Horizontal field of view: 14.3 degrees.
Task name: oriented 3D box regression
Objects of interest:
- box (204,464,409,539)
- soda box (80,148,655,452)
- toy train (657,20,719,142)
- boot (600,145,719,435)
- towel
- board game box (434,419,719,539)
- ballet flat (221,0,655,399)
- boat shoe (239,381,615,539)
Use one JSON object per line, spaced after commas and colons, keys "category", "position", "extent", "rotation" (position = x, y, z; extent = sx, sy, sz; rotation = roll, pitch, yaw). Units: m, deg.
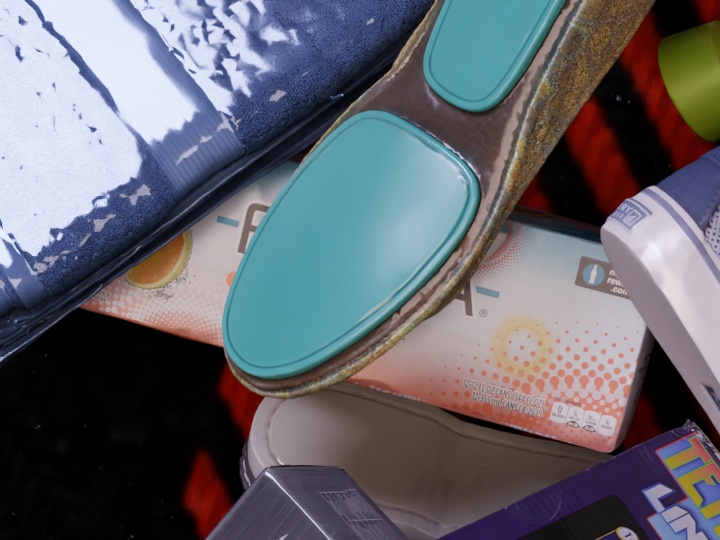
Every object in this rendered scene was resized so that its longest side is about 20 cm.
{"category": "box", "position": [0.001, 0.177, 0.774], "extent": [0.200, 0.048, 0.159], "rotation": [46, 107, 21]}
{"category": "soda box", "position": [0.000, 0.000, 0.952], "extent": [0.199, 0.064, 0.069], "rotation": [15, 97, 8]}
{"category": "toy train", "position": [0.148, -0.077, 0.919], "extent": [0.116, 0.085, 0.200], "rotation": [-32, 96, 27]}
{"category": "boot", "position": [0.162, 0.044, 0.892], "extent": [0.090, 0.073, 0.200], "rotation": [-33, 104, -7]}
{"category": "towel", "position": [-0.067, -0.070, 0.911], "extent": [0.200, 0.049, 0.112], "rotation": [-36, 75, -5]}
{"category": "board game box", "position": [0.090, 0.159, 0.850], "extent": [0.200, 0.165, 0.057], "rotation": [55, 139, 19]}
{"category": "ballet flat", "position": [0.033, -0.041, 0.881], "extent": [0.071, 0.071, 0.200], "rotation": [33, 98, 6]}
{"category": "boat shoe", "position": [0.052, 0.099, 0.966], "extent": [0.199, 0.073, 0.063], "rotation": [23, 142, 2]}
